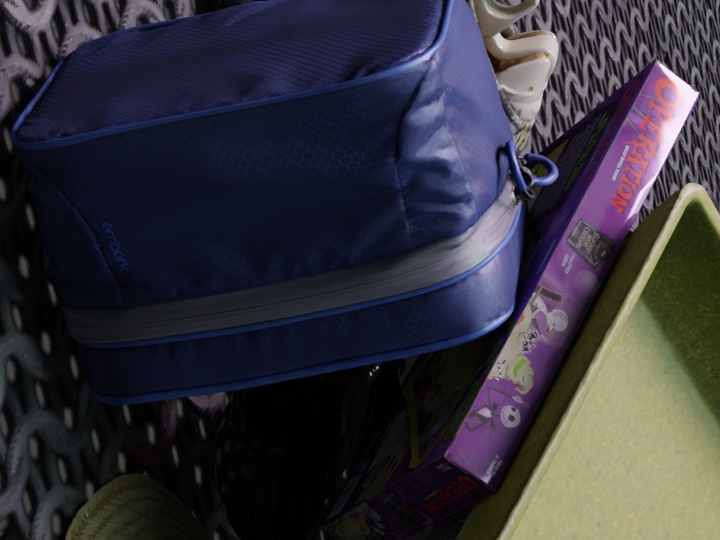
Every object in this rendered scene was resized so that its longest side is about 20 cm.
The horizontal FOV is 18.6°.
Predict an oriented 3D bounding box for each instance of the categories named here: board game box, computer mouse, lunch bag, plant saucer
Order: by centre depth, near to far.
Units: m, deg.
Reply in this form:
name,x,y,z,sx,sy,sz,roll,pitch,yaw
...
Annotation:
name,x,y,z,sx,sy,sz,roll,pitch,yaw
lunch bag,-0.022,-0.028,0.858,0.136,0.198,0.133,-70,147,-63
plant saucer,0.112,0.102,0.862,0.200,0.048,0.201,54,56,-36
board game box,0.060,0.016,0.880,0.032,0.120,0.201,34,62,-5
computer mouse,-0.026,0.083,0.982,0.200,0.046,0.142,-55,152,-56

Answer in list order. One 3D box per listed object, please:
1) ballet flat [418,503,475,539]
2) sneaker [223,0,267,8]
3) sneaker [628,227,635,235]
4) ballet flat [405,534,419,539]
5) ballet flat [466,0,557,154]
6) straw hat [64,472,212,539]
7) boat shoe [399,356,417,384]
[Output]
name,x,y,z,sx,sy,sz,roll,pitch,yaw
ballet flat,0.062,0.092,0.897,0.201,0.072,0.072,-61,142,-24
sneaker,-0.015,-0.090,1.013,0.201,0.080,0.075,-101,172,-55
sneaker,0.128,0.020,1.188,0.200,0.087,0.075,52,35,-52
ballet flat,0.055,0.144,1.171,0.200,0.066,0.068,53,40,-53
ballet flat,0.081,-0.143,1.331,0.072,0.071,0.201,-70,145,-52
straw hat,-0.044,0.177,0.871,0.201,0.084,0.203,-10,90,-69
boat shoe,0.000,0.000,1.077,0.062,0.073,0.200,53,4,40
